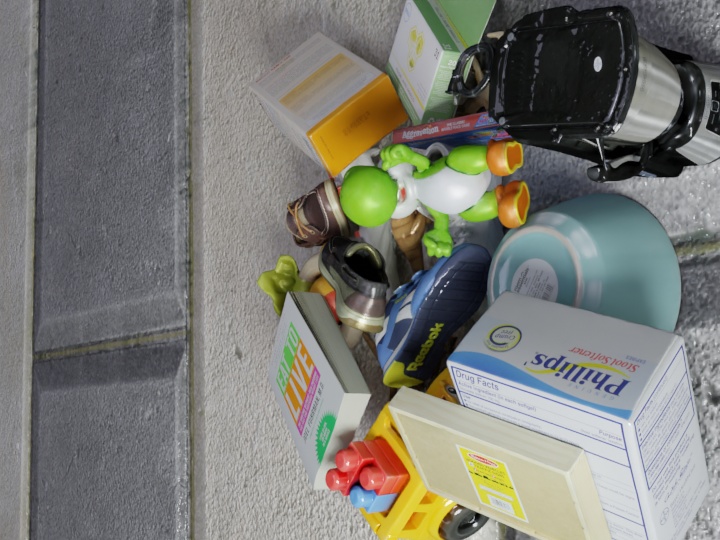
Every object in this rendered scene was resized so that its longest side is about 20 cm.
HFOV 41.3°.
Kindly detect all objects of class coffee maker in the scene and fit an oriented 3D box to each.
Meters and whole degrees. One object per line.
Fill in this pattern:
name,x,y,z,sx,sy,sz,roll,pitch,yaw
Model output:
coffee maker,0.221,-0.165,0.874,0.192,0.198,0.136,39,112,41

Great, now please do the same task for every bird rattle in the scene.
bird rattle,-0.049,0.057,1.219,0.163,0.111,0.202,-52,48,45

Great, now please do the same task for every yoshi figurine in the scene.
yoshi figurine,0.062,-0.078,0.957,0.197,0.112,0.114,-2,72,28

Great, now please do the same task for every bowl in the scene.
bowl,0.204,0.018,0.948,0.199,0.104,0.204,-8,80,48

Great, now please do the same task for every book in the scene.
book,-0.053,0.135,1.114,0.201,0.047,0.135,56,134,52

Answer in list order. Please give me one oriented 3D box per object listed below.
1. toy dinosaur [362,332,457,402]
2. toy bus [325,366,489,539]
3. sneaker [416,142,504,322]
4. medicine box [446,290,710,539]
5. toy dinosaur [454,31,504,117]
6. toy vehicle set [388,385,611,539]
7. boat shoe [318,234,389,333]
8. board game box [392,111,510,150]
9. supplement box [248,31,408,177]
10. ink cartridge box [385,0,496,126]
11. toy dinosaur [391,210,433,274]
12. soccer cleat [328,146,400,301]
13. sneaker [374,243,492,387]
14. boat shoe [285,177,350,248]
toy dinosaur,0.058,0.119,1.158,0.199,0.060,0.108,-14,54,54
toy bus,0.062,0.195,1.029,0.136,0.190,0.202,50,121,41
sneaker,0.106,-0.041,1.059,0.073,0.115,0.203,-13,78,43
medicine box,0.197,0.139,0.851,0.181,0.103,0.202,15,139,41
toy dinosaur,0.163,-0.211,1.063,0.199,0.057,0.103,4,99,63
toy vehicle set,0.123,0.183,0.866,0.198,0.027,0.125,14,139,42
boat shoe,-0.001,0.000,1.086,0.201,0.071,0.067,-109,40,-64
board game box,0.138,-0.151,1.043,0.198,0.102,0.020,-1,88,49
supplement box,-0.044,-0.217,1.228,0.125,0.074,0.200,-38,40,-6
ink cartridge box,0.093,-0.282,1.098,0.146,0.047,0.202,-110,29,-47
toy dinosaur,0.059,-0.044,1.132,0.060,0.107,0.202,6,133,32
soccer cleat,0.022,-0.062,1.201,0.069,0.077,0.203,120,131,-78
sneaker,0.070,0.037,1.037,0.201,0.073,0.083,-57,36,33
boat shoe,-0.060,-0.063,1.215,0.200,0.071,0.073,141,110,-81
